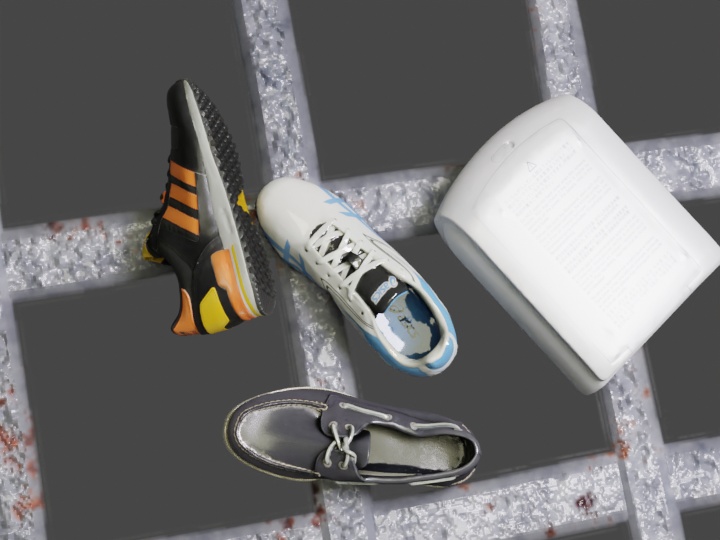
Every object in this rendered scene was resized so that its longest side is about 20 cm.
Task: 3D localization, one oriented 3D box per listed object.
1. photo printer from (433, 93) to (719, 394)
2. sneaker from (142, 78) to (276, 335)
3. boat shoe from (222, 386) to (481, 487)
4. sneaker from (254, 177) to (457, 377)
[{"bbox_3d":[0.168,-0.029,1.062,0.166,0.069,0.200,-43,89,-15],"label":"photo printer"},{"bbox_3d":[-0.132,-0.048,1.009,0.089,0.070,0.202,-21,74,9],"label":"sneaker"},{"bbox_3d":[-0.004,0.126,1.003,0.197,0.063,0.074,9,78,-9],"label":"boat shoe"},{"bbox_3d":[0.000,0.000,1.024,0.200,0.072,0.072,45,77,1],"label":"sneaker"}]
